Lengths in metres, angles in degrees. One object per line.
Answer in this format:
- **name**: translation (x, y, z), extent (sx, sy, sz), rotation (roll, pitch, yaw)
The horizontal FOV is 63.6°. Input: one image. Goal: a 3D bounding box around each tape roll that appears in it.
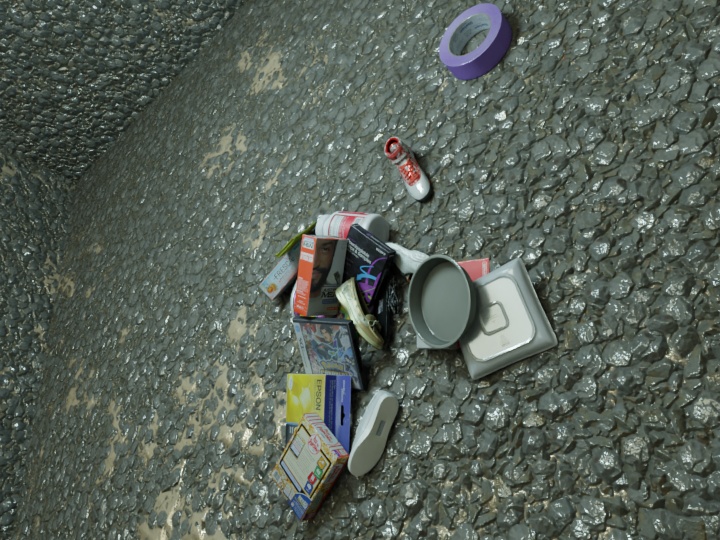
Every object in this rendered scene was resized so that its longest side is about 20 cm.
- **tape roll**: translation (0.319, -0.640, 1.626), extent (0.198, 0.065, 0.203), rotation (-22, 55, 35)

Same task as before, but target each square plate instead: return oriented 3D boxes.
- **square plate**: translation (0.286, 0.102, 1.232), extent (0.198, 0.028, 0.201), rotation (-28, 67, 23)

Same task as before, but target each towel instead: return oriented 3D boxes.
- **towel**: translation (-0.191, -0.096, 1.750), extent (0.086, 0.018, 0.200), rotation (-46, 1, 24)

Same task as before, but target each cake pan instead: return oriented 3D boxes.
- **cake pan**: translation (0.179, 0.068, 1.270), extent (0.199, 0.036, 0.204), rotation (-4, 86, 55)

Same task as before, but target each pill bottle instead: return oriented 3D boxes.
- **pill bottle**: translation (-0.027, -0.106, 1.616), extent (0.198, 0.112, 0.114), rotation (10, 74, 39)

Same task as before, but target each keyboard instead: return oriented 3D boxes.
- **keyboard**: translation (0.071, 0.093, 1.497), extent (0.104, 0.039, 0.203), rotation (-39, 43, 54)

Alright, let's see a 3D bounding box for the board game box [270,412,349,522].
- **board game box**: translation (-0.127, 0.475, 1.412), extent (0.151, 0.046, 0.202), rotation (43, 111, 37)

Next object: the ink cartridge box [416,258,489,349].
- **ink cartridge box**: translation (0.208, 0.076, 1.322), extent (0.174, 0.044, 0.204), rotation (-8, 78, 42)

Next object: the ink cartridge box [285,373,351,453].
- **ink cartridge box**: translation (-0.112, 0.365, 1.475), extent (0.198, 0.047, 0.202), rotation (-9, 75, 42)

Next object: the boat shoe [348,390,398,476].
- **boat shoe**: translation (0.021, 0.376, 1.359), extent (0.068, 0.071, 0.203), rotation (16, 86, 68)

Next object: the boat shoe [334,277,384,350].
- **boat shoe**: translation (0.008, 0.107, 1.456), extent (0.063, 0.073, 0.202), rotation (-39, 57, 9)

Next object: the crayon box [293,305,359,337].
- **crayon box**: translation (-0.086, 0.146, 1.587), extent (0.199, 0.058, 0.120), rotation (24, 86, 47)

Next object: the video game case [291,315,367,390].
- **video game case**: translation (-0.081, 0.209, 1.483), extent (0.198, 0.025, 0.184), rotation (0, 109, 40)

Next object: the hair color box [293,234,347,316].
- **hair color box**: translation (-0.103, 0.012, 1.504), extent (0.063, 0.110, 0.204), rotation (15, 101, 46)

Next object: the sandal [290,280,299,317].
- **sandal**: translation (-0.152, 0.055, 1.680), extent (0.049, 0.082, 0.206), rotation (-10, 61, 43)

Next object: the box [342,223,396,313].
- **box**: translation (0.000, 0.000, 1.517), extent (0.142, 0.036, 0.202), rotation (36, 118, 29)

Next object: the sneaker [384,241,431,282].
- **sneaker**: translation (0.112, -0.020, 1.482), extent (0.199, 0.073, 0.080), rotation (22, 89, 47)

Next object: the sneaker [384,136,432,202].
- **sneaker**: translation (0.123, -0.279, 1.584), extent (0.067, 0.107, 0.204), rotation (-35, 48, 23)

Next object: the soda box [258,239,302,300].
- **soda box**: translation (-0.218, -0.005, 1.773), extent (0.064, 0.068, 0.200), rotation (45, 103, 4)
